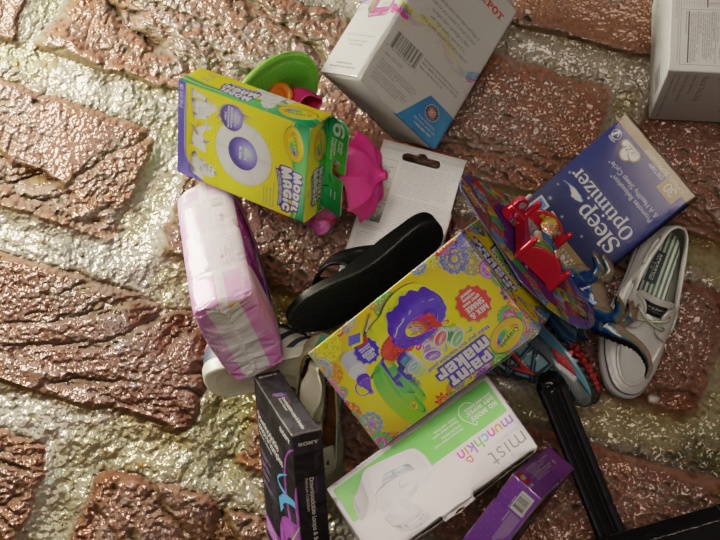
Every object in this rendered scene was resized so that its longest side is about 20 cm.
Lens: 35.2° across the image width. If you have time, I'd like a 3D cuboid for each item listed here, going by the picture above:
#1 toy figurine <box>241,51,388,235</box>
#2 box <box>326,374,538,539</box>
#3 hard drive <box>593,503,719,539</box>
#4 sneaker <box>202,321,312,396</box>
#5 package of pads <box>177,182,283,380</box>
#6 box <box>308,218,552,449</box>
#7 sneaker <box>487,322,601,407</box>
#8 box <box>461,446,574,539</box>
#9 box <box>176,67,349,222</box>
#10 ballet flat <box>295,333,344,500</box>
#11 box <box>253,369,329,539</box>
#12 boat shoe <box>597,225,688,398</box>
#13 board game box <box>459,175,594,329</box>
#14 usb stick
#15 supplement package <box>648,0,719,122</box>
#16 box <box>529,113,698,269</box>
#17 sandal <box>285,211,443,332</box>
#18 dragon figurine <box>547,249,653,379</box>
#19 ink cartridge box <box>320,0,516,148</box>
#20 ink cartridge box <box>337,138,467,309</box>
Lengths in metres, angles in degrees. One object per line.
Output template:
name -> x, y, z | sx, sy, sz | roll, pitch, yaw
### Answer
toy figurine -> -0.060, -0.114, 1.287 | 0.184, 0.150, 0.201 | 42, 107, 24
box -> 0.078, 0.213, 1.190 | 0.199, 0.177, 0.097 | -35, 76, -2
hard drive -> 0.330, 0.327, 1.181 | 0.199, 0.038, 0.141 | -17, 103, 1
sneaker -> -0.080, 0.088, 1.295 | 0.198, 0.075, 0.085 | -1, 45, -8
package of pads -> -0.145, 0.007, 1.249 | 0.075, 0.121, 0.201 | -18, 45, 0
box -> 0.084, 0.053, 1.155 | 0.200, 0.193, 0.122 | -39, 88, 19
sneaker -> 0.179, 0.090, 1.271 | 0.200, 0.079, 0.096 | 44, 103, 17
box -> 0.130, 0.277, 1.155 | 0.039, 0.137, 0.201 | 39, 107, 17
box -> -0.106, -0.131, 1.221 | 0.199, 0.118, 0.048 | 21, 36, 21
ballet flat -> -0.053, 0.167, 1.232 | 0.067, 0.062, 0.202 | 5, 106, 14
box -> -0.071, 0.223, 1.178 | 0.036, 0.143, 0.201 | -9, 111, -19
boat shoe -> 0.313, 0.041, 1.252 | 0.073, 0.067, 0.201 | 15, 78, -7
board game box -> 0.182, -0.033, 1.149 | 0.039, 0.158, 0.201 | -42, 58, 21
usb stick -> 0.235, 0.203, 1.207 | 0.032, 0.055, 0.201 | -22, 96, 11
supplement package -> 0.435, -0.259, 1.271 | 0.198, 0.152, 0.152 | 4, 78, 7
box -> 0.260, -0.063, 1.274 | 0.200, 0.032, 0.121 | -42, 75, 18
sandal -> 0.001, 0.000, 1.259 | 0.200, 0.076, 0.048 | -34, 50, -8
dragon figurine -> 0.240, 0.047, 1.227 | 0.099, 0.059, 0.201 | -36, 67, 24
ink cartridge box -> 0.070, -0.266, 1.312 | 0.084, 0.144, 0.201 | 22, 78, 52
ink cartridge box -> 0.047, -0.041, 1.317 | 0.108, 0.050, 0.201 | 16, 79, 11
